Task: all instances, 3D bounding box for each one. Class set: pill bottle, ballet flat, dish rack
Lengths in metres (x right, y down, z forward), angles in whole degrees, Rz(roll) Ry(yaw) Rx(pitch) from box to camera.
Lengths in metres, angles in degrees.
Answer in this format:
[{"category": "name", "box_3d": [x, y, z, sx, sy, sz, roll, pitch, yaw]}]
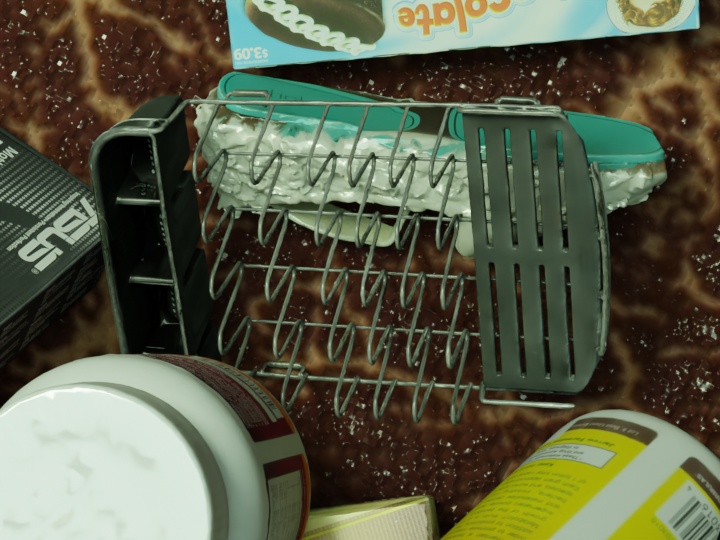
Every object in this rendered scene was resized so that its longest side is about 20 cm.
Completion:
[{"category": "pill bottle", "box_3d": [-0.082, 0.085, 0.897, 0.109, 0.200, 0.111, 0, 88, 6]}, {"category": "ballet flat", "box_3d": [0.028, -0.040, 1.032, 0.198, 0.072, 0.072, 9, 87, 7]}, {"category": "pill bottle", "box_3d": [0.064, 0.146, 0.940, 0.109, 0.109, 0.200, 48, 51, 6]}, {"category": "dish rack", "box_3d": [0.000, 0.000, 0.986, 0.198, 0.055, 0.154, 2, 123, 14]}]

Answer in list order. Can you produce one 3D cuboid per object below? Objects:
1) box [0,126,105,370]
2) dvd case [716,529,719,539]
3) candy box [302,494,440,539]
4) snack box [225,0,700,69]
[{"category": "box", "box_3d": [-0.205, -0.013, 0.976, 0.160, 0.200, 0.044, 33, 122, 7]}, {"category": "dvd case", "box_3d": [0.197, 0.066, 0.972, 0.017, 0.142, 0.201, 18, 87, 37]}, {"category": "candy box", "box_3d": [-0.060, 0.163, 1.019, 0.198, 0.055, 0.116, -8, 85, 5]}, {"category": "snack box", "box_3d": [0.039, -0.152, 1.024, 0.198, 0.037, 0.117, -5, 109, 3]}]
